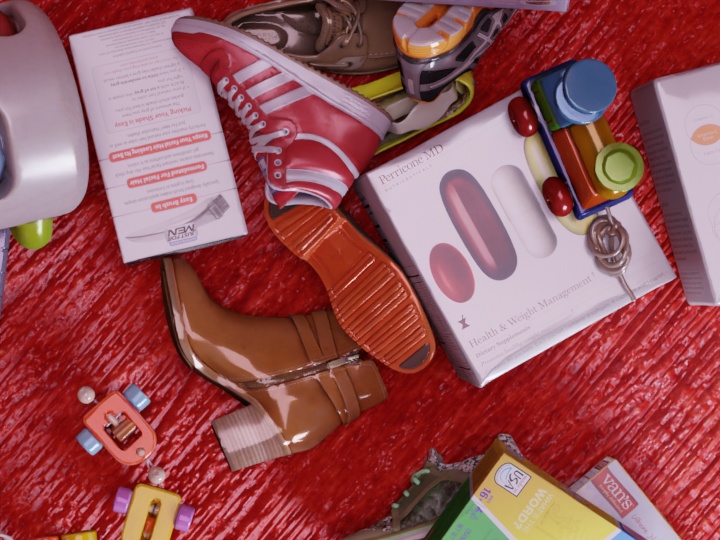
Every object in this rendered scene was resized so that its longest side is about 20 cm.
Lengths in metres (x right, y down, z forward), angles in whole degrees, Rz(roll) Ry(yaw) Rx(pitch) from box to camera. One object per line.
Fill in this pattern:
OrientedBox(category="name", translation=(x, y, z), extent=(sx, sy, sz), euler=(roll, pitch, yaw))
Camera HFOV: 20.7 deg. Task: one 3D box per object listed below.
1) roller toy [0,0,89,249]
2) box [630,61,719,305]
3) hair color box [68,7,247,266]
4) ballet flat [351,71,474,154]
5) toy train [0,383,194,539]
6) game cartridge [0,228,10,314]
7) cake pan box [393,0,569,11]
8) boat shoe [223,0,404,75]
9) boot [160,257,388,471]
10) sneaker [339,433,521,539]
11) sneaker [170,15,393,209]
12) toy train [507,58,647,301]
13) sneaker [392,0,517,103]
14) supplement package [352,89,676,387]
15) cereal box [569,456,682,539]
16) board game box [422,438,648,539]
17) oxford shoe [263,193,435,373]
OrientedBox(category="roller toy", translation=(-0.313, -0.125, 1.615), extent=(0.140, 0.182, 0.200), euler=(-14, 70, -20))
OrientedBox(category="box", translation=(0.339, -0.084, 1.708), extent=(0.152, 0.106, 0.200), euler=(-15, 90, -4))
OrientedBox(category="hair color box", translation=(-0.174, -0.113, 1.696), extent=(0.111, 0.064, 0.200), euler=(-13, 89, -6))
OrientedBox(category="ballet flat", translation=(0.009, -0.127, 1.700), extent=(0.200, 0.067, 0.067), euler=(-26, 122, -5))
OrientedBox(category="toy train", translation=(-0.230, 0.201, 1.694), extent=(0.150, 0.056, 0.200), euler=(43, 84, -1))
OrientedBox(category="game cartridge", translation=(-0.405, -0.006, 1.694), extent=(0.200, 0.038, 0.130), euler=(6, 85, -4))
OrientedBox(category="cake pan box", translation=(0.076, -0.299, 1.670), extent=(0.200, 0.052, 0.184), euler=(2, 46, -5))
OrientedBox(category="boat shoe", translation=(-0.023, -0.205, 1.706), extent=(0.200, 0.065, 0.071), euler=(-7, 90, -4))
OrientedBox(category="boot", translation=(-0.076, 0.058, 1.695), extent=(0.155, 0.077, 0.200), euler=(-24, 84, -9))
OrientedBox(category="sneaker", translation=(0.064, 0.202, 1.717), extent=(0.200, 0.077, 0.089), euler=(-20, 59, -2))
OrientedBox(category="sneaker", translation=(-0.085, -0.125, 1.634), extent=(0.200, 0.071, 0.113), euler=(28, 82, 3))
OrientedBox(category="toy train", translation=(0.195, -0.071, 1.547), extent=(0.085, 0.116, 0.200), euler=(-23, 91, -7))
OrientedBox(category="sneaker", translation=(0.087, -0.213, 1.685), extent=(0.078, 0.077, 0.200), euler=(25, 43, 26))
OrientedBox(category="supplement package", translation=(0.126, -0.036, 1.672), extent=(0.191, 0.147, 0.200), euler=(-30, 92, -4))
OrientedBox(category="cereal box", translation=(0.189, 0.280, 1.726), extent=(0.200, 0.040, 0.144), euler=(-39, 92, -4))
OrientedBox(category="board game box", translation=(0.153, 0.258, 1.660), extent=(0.200, 0.040, 0.153), euler=(33, 96, -12))
OrientedBox(category="oxford shoe", translation=(0.000, 0.000, 1.694), extent=(0.071, 0.073, 0.200), euler=(-37, 86, 13))
